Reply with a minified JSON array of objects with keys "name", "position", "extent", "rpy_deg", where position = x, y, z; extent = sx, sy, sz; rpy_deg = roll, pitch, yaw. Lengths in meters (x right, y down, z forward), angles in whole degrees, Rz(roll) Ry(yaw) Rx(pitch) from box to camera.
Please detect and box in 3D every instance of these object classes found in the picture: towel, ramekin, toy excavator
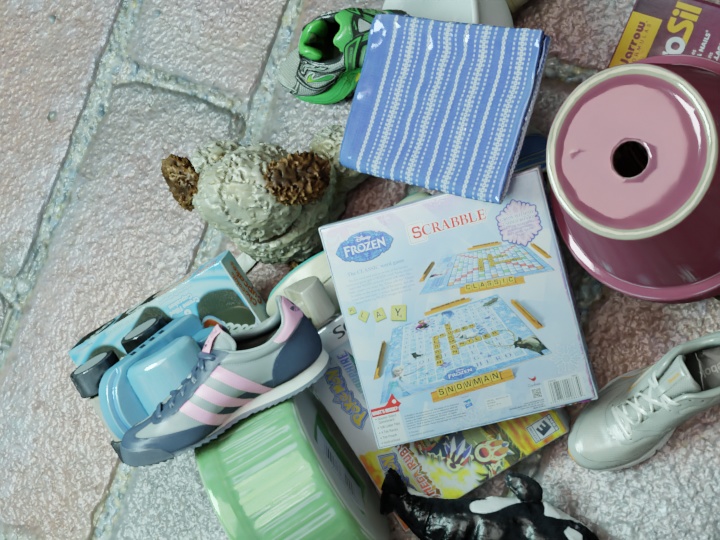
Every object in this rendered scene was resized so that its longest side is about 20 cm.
[{"name":"towel","position":[0.064,-0.143,1.070],"extent":[0.199,0.024,0.147],"rpy_deg":[18,92,46]},{"name":"ramekin","position":[-0.055,0.198,1.131],"extent":[0.097,0.200,0.202],"rpy_deg":[-31,69,6]},{"name":"toy excavator","position":[-0.138,0.084,1.157],"extent":[0.199,0.194,0.101],"rpy_deg":[-13,110,49]}]

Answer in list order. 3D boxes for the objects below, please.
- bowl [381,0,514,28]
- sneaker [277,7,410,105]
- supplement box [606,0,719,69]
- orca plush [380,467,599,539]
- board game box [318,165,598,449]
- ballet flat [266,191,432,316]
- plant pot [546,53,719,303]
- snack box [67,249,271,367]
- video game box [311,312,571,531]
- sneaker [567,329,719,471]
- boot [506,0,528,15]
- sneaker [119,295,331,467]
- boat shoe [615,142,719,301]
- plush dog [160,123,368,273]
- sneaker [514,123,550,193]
[{"name":"bowl","position":[0.089,-0.191,1.179],"extent":[0.201,0.089,0.204],"rpy_deg":[-23,64,61]},{"name":"sneaker","position":[-0.032,-0.218,1.227],"extent":[0.199,0.084,0.079],"rpy_deg":[-15,69,59]},{"name":"supplement box","position":[0.322,-0.160,1.097],"extent":[0.198,0.085,0.112],"rpy_deg":[24,90,25]},{"name":"orca plush","position":[0.108,0.226,1.092],"extent":[0.198,0.071,0.106],"rpy_deg":[28,105,5]},{"name":"board game box","position":[0.085,0.033,1.083],"extent":[0.197,0.041,0.202],"rpy_deg":[-14,94,13]},{"name":"ballet flat","position":[0.000,0.000,1.199],"extent":[0.199,0.069,0.070],"rpy_deg":[-36,68,5]},{"name":"plant pot","position":[0.231,-0.080,0.984],"extent":[0.197,0.179,0.203],"rpy_deg":[-2,84,25]},{"name":"snack box","position":[-0.179,0.078,1.252],"extent":[0.198,0.037,0.117],"rpy_deg":[-30,103,20]},{"name":"video game box","position":[0.062,0.104,1.142],"extent":[0.181,0.047,0.201],"rpy_deg":[-34,90,17]},{"name":"sneaker","position":[0.257,0.102,1.070],"extent":[0.199,0.092,0.076],"rpy_deg":[-35,68,13]},{"name":"boot","position":[0.150,-0.364,1.217],"extent":[0.154,0.073,0.202],"rpy_deg":[-33,68,13]},{"name":"sneaker","position":[-0.128,0.092,1.081],"extent":[0.198,0.070,0.083],"rpy_deg":[-29,111,-8]},{"name":"boat shoe","position":[0.283,-0.047,1.103],"extent":[0.072,0.072,0.200],"rpy_deg":[-47,60,9]},{"name":"plush dog","position":[-0.095,-0.065,1.207],"extent":[0.197,0.171,0.163],"rpy_deg":[-5,78,21]},{"name":"sneaker","position":[0.122,-0.040,1.163],"extent":[0.077,0.076,0.202],"rpy_deg":[31,94,29]}]
